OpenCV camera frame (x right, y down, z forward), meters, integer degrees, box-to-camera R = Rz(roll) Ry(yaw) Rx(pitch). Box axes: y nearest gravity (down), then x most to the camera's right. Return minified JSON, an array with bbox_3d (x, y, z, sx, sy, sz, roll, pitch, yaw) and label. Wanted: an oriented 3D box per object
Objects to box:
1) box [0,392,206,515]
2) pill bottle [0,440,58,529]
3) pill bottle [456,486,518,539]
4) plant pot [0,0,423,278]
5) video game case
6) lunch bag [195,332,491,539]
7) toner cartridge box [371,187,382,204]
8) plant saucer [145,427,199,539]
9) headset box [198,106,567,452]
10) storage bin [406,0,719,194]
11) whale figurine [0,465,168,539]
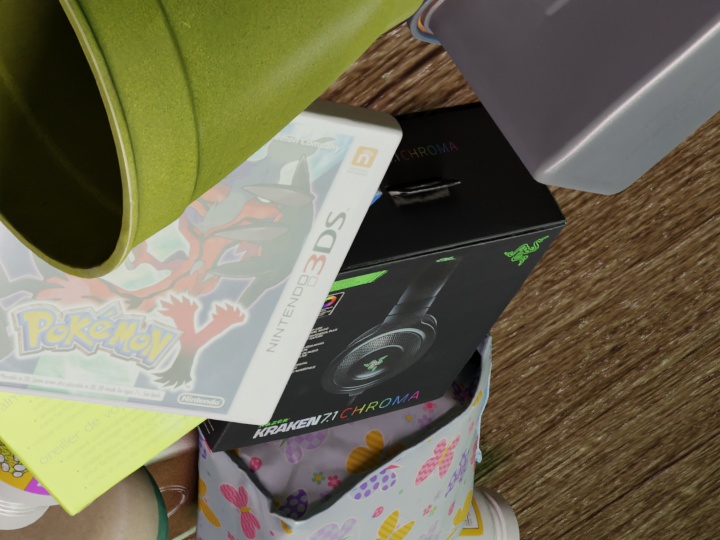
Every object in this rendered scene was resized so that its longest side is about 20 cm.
[{"bbox_3d":[-0.154,0.021,1.457,0.122,0.048,0.200,-36,129,2],"label":"box"},{"bbox_3d":[-0.167,0.062,1.615,0.104,0.105,0.200,-8,149,-37],"label":"pill bottle"},{"bbox_3d":[0.024,0.190,2.055,0.104,0.105,0.200,-42,152,29],"label":"pill bottle"},{"bbox_3d":[-0.078,-0.128,1.250,0.193,0.201,0.201,-29,159,-25],"label":"plant pot"},{"bbox_3d":[-0.099,-0.012,1.410,0.199,0.023,0.183,9,119,-30],"label":"video game case"},{"bbox_3d":[-0.004,0.125,1.866,0.200,0.127,0.170,-30,150,-24],"label":"lunch bag"},{"bbox_3d":[-0.083,-0.072,1.422,0.095,0.043,0.200,-38,134,11],"label":"toner cartridge box"},{"bbox_3d":[-0.143,0.145,1.900,0.200,0.032,0.200,-24,156,-11],"label":"plant saucer"},{"bbox_3d":[0.000,0.000,1.682,0.174,0.093,0.200,-11,151,-34],"label":"headset box"},{"bbox_3d":[0.130,-0.140,1.490,0.200,0.135,0.145,-42,153,27],"label":"storage bin"},{"bbox_3d":[-0.201,0.189,1.769,0.200,0.159,0.104,-49,152,-2],"label":"whale figurine"}]
